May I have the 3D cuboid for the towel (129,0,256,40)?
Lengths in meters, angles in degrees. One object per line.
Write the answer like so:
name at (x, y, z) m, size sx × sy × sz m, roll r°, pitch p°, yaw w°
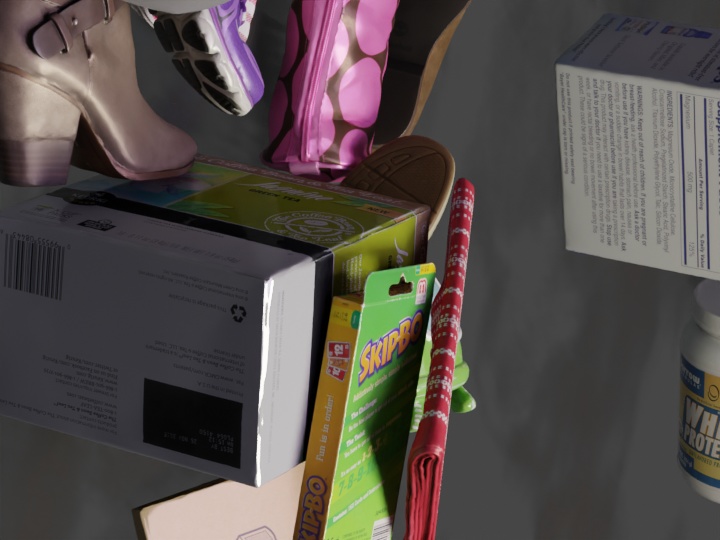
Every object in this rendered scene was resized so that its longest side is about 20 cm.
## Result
towel at (-0.086, -0.238, 1.711) m, size 0.146 × 0.030 × 0.201 m, roll 37°, pitch 69°, yaw -60°

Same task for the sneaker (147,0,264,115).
sneaker at (-0.087, -0.193, 1.600) m, size 0.083 × 0.081 × 0.201 m, roll -18°, pitch 102°, yaw -20°

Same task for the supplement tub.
supplement tub at (0.382, 0.114, 2.596) m, size 0.145 × 0.144 × 0.201 m, roll -37°, pitch 132°, yaw -50°

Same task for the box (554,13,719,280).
box at (0.276, -0.103, 2.250) m, size 0.105 × 0.199 × 0.185 m, roll -44°, pitch 138°, yaw -46°

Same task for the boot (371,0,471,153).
boot at (0.039, -0.176, 1.945) m, size 0.075 × 0.073 × 0.201 m, roll 63°, pitch 49°, yaw -76°

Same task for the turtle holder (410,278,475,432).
turtle holder at (0.015, 0.046, 1.901) m, size 0.185 × 0.141 × 0.132 m, roll -13°, pitch 93°, yaw -47°

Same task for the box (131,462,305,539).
box at (-0.068, 0.238, 1.833) m, size 0.163 × 0.021 × 0.201 m, roll -17°, pitch 97°, yaw -38°

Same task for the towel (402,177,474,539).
towel at (0.048, 0.063, 1.653) m, size 0.145 × 0.022 × 0.201 m, roll 94°, pitch 3°, yaw -57°

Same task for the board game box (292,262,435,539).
board game box at (0.001, 0.094, 1.589) m, size 0.095 × 0.030 × 0.201 m, roll -9°, pitch 113°, yaw -63°

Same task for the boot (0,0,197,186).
boot at (-0.157, -0.128, 1.587) m, size 0.200 × 0.070 × 0.147 m, roll -13°, pitch 110°, yaw -60°

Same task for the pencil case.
pencil case at (-0.018, -0.158, 1.811) m, size 0.094 × 0.090 × 0.201 m, roll -101°, pitch -160°, yaw -83°

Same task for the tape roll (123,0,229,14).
tape roll at (-0.104, -0.252, 1.529) m, size 0.199 × 0.066 × 0.201 m, roll 6°, pitch 78°, yaw -31°

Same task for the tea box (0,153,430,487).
tea box at (-0.091, 0.023, 1.629) m, size 0.197 × 0.199 × 0.134 m, roll -25°, pitch 123°, yaw -58°

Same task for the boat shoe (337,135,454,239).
boat shoe at (0.000, 0.000, 1.796) m, size 0.201 × 0.072 × 0.065 m, roll -61°, pitch 166°, yaw -15°
